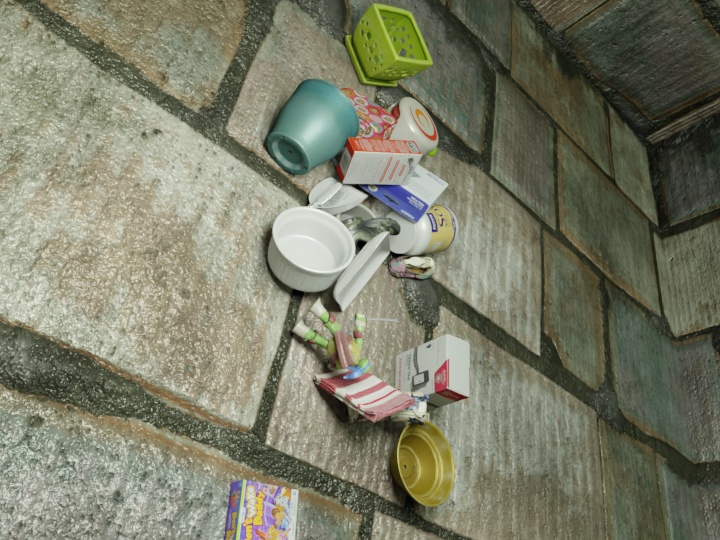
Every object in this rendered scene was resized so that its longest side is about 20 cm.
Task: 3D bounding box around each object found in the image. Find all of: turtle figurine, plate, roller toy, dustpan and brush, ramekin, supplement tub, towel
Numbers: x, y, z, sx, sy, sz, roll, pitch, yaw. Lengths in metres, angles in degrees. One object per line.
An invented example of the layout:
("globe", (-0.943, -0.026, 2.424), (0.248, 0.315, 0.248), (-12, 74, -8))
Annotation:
("turtle figurine", (-0.050, 0.156, 1.498), (0.194, 0.144, 0.200), (40, 44, -3))
("plate", (0.000, 0.000, 1.544), (0.032, 0.200, 0.200), (38, 82, 10))
("roller toy", (0.137, -0.428, 1.976), (0.182, 0.140, 0.200), (-19, 82, -59))
("dustpan and brush", (-0.098, -0.175, 1.649), (0.200, 0.139, 0.057), (-43, 141, -18))
("ramekin", (-0.122, -0.045, 1.505), (0.200, 0.098, 0.201), (14, 46, -15))
("supplement tub", (0.172, -0.118, 1.846), (0.200, 0.145, 0.146), (-9, 76, -48))
("towel", (0.007, 0.272, 1.464), (0.144, 0.200, 0.023), (-10, 117, -48))

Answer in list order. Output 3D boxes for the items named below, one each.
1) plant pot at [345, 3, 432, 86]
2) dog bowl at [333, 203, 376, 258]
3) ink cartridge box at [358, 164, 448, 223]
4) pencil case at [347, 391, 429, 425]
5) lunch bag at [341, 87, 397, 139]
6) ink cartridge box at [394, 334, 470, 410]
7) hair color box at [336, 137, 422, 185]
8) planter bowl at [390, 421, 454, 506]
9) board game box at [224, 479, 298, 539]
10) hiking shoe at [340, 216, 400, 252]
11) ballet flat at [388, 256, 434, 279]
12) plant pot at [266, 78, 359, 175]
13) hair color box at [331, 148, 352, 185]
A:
("plant pot", (0.077, -0.695, 2.021), (0.199, 0.181, 0.200), (-13, 80, -47))
("dog bowl", (-0.014, -0.093, 1.712), (0.200, 0.059, 0.201), (22, 56, -36))
("ink cartridge box", (0.124, -0.242, 1.792), (0.199, 0.041, 0.200), (34, 44, 7))
("pencil case", (0.061, 0.321, 1.505), (0.199, 0.089, 0.078), (5, 89, -14))
("lunch bag", (0.004, -0.448, 1.850), (0.200, 0.082, 0.176), (36, 40, 7))
("ink cartridge box", (0.178, 0.265, 1.616), (0.083, 0.200, 0.146), (24, 54, -30))
("hair color box", (0.049, -0.287, 1.692), (0.200, 0.111, 0.064), (-1, 50, -25))
("planter bowl", (0.133, 0.471, 1.549), (0.200, 0.083, 0.201), (23, 54, -36))
("board game box", (-0.192, 0.517, 1.225), (0.134, 0.045, 0.200), (25, 54, -35))
("hiking shoe", (0.025, -0.084, 1.661), (0.200, 0.076, 0.101), (-3, 83, -39))
("ballet flat", (0.167, -0.014, 1.844), (0.200, 0.071, 0.069), (1, 70, -46))
("plant pot", (-0.133, -0.351, 1.634), (0.200, 0.200, 0.188), (46, 58, -18))
("hair color box", (0.013, -0.317, 1.852), (0.200, 0.061, 0.099), (-31, 93, -48))
